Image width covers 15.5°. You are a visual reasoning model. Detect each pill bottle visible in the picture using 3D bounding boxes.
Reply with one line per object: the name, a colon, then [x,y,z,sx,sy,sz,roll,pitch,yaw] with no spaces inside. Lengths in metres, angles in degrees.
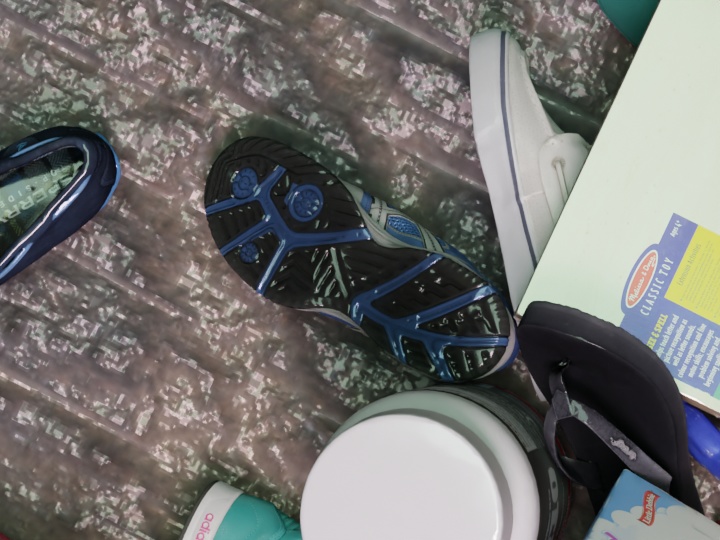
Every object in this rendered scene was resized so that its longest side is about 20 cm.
pill bottle: [0.038,0.114,1.296,0.113,0.200,0.115,0,90,11]

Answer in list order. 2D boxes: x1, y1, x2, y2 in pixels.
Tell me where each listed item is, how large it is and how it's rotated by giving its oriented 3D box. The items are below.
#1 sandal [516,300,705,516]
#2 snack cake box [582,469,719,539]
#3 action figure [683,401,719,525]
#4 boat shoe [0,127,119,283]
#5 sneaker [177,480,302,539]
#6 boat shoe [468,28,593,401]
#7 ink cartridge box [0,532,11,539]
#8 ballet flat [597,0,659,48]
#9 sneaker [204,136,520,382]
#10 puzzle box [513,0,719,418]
sandal: [0.129,0.093,1.318,0.076,0.201,0.043,7,50,36]
snack cake box: [0.101,0.211,1.290,0.067,0.115,0.201,31,120,7]
action figure: [0.200,0.102,1.383,0.065,0.099,0.201,-31,63,0]
boat shoe: [-0.221,-0.018,1.376,0.200,0.069,0.084,-41,85,-4]
sneaker: [-0.056,0.221,1.356,0.120,0.084,0.201,18,83,11]
boat shoe: [0.104,-0.035,1.372,0.069,0.071,0.201,-14,71,9]
ink cartridge box: [-0.184,0.222,1.298,0.200,0.083,0.147,31,83,43]
ballet flat: [0.137,-0.178,1.407,0.200,0.072,0.072,38,85,3]
sneaker: [0.000,0.000,1.385,0.200,0.077,0.076,37,96,21]
puzzle box: [0.176,-0.038,1.325,0.132,0.025,0.201,26,84,1]
